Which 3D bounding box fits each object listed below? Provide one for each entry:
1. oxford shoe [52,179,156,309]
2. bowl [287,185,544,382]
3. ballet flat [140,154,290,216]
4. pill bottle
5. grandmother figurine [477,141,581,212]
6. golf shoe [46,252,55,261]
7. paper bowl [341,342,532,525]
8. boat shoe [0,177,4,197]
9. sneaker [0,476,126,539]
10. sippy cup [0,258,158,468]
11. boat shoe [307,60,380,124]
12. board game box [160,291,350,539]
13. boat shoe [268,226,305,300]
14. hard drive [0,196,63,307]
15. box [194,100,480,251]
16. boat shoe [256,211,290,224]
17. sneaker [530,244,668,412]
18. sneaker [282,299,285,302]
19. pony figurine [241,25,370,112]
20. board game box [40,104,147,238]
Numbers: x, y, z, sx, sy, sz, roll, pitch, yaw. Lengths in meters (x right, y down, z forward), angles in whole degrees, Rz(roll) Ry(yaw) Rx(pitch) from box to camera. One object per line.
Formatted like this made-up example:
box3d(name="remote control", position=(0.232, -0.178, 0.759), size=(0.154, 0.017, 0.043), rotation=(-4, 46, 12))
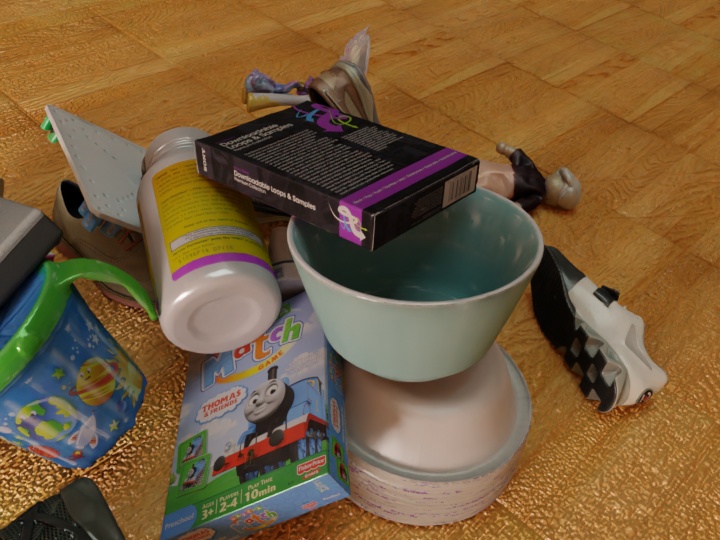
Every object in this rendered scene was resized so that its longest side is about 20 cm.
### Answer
box3d(name="oxford shoe", position=(-0.251, -0.026, 0.806), size=(0.198, 0.075, 0.071), rotation=(28, 43, 20))
box3d(name="bowl", position=(0.040, 0.013, 0.628), size=(0.197, 0.106, 0.202), rotation=(2, 32, -1))
box3d(name="ballet flat", position=(-0.130, -0.092, 0.817), size=(0.197, 0.047, 0.067), rotation=(14, -2, -1))
box3d(name="pill bottle", position=(-0.141, -0.035, 0.697), size=(0.103, 0.105, 0.202), rotation=(-7, 52, -20))
box3d(name="grandmother figurine", position=(0.195, -0.116, 1.026), size=(0.197, 0.061, 0.123), rotation=(8, 67, -7))
box3d(name="golf shoe", position=(-0.328, 0.040, 0.716), size=(0.090, 0.076, 0.202), rotation=(1, 41, -15))
box3d(name="paper bowl", position=(0.052, 0.109, 0.690), size=(0.197, 0.105, 0.202), rotation=(5, 40, -4))
box3d(name="boat shoe", position=(-0.418, -0.041, 0.789), size=(0.062, 0.072, 0.201), rotation=(13, 34, -14))
box3d(name="sneaker", position=(-0.192, 0.235, 0.514), size=(0.113, 0.077, 0.199), rotation=(-23, 47, -31))
box3d(name="sippy cup", position=(-0.245, 0.083, 0.618), size=(0.176, 0.131, 0.141), rotation=(-20, 38, 29))
box3d(name="boat shoe", position=(-0.005, -0.145, 0.939), size=(0.071, 0.202, 0.075), rotation=(-30, 9, -26))
box3d(name="board game box", position=(-0.083, 0.116, 0.643), size=(0.150, 0.037, 0.201), rotation=(-26, 36, 17))
box3d(name="boat shoe", position=(0.000, 0.000, 0.754), size=(0.198, 0.073, 0.066), rotation=(15, 62, -39))
box3d(name="hard drive", position=(-0.330, 0.029, 0.614), size=(0.139, 0.033, 0.201), rotation=(13, 61, 50))
box3d(name="box", position=(-0.021, -0.087, 0.654), size=(0.198, 0.037, 0.142), rotation=(27, 39, 32))
box3d(name="boat shoe", position=(-0.103, -0.095, 0.897), size=(0.197, 0.067, 0.074), rotation=(2, 38, -30))
box3d(name="sneaker", position=(0.247, 0.054, 0.822), size=(0.087, 0.075, 0.202), rotation=(-7, 52, -19))
box3d(name="sneaker", position=(-0.029, -0.026, 0.853), size=(0.197, 0.080, 0.131), rotation=(0, 42, -27))
box3d(name="pony figurine", position=(-0.054, -0.207, 1.027), size=(0.197, 0.167, 0.196), rotation=(1, 72, -15))
box3d(name="board game box", position=(-0.227, -0.078, 0.829), size=(0.199, 0.026, 0.201), rotation=(23, 22, -47))
